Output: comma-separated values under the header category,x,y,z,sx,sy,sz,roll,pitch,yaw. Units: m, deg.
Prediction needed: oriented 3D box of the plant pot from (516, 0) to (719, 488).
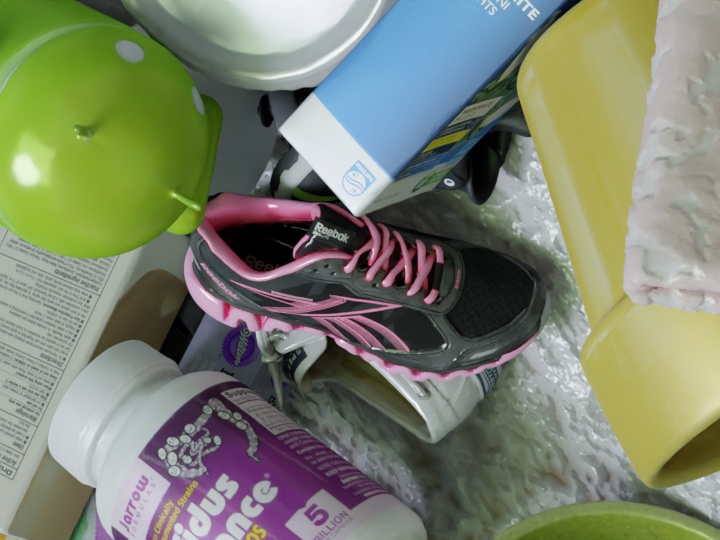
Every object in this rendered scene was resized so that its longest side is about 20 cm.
category,x,y,z,sx,sy,sz,roll,pitch,yaw
plant pot,0.166,-0.034,0.951,0.201,0.201,0.189,-46,67,46

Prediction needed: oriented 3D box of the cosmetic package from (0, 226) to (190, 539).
category,x,y,z,sx,sy,sz,roll,pitch,yaw
cosmetic package,-0.183,0.051,1.270,0.105,0.071,0.200,23,83,28

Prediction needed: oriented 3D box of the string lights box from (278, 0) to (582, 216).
category,x,y,z,sx,sy,sz,roll,pitch,yaw
string lights box,0.062,-0.118,0.998,0.059,0.103,0.200,48,114,8

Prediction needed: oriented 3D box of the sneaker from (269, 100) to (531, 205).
category,x,y,z,sx,sy,sz,roll,pitch,yaw
sneaker,0.029,-0.061,1.130,0.083,0.072,0.200,55,136,0

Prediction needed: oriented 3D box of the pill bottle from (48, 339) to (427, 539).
category,x,y,z,sx,sy,sz,roll,pitch,yaw
pill bottle,-0.071,0.125,1.181,0.200,0.112,0.112,34,132,23

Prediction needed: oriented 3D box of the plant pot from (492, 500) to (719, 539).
category,x,y,z,sx,sy,sz,roll,pitch,yaw
plant pot,0.129,0.257,1.161,0.200,0.200,0.184,35,144,21

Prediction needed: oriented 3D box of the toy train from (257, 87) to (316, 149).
category,x,y,z,sx,sy,sz,roll,pitch,yaw
toy train,-0.049,-0.162,1.159,0.034,0.046,0.200,-3,111,22

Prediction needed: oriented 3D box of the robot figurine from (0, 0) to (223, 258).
category,x,y,z,sx,sy,sz,roll,pitch,yaw
robot figurine,-0.150,-0.074,1.078,0.200,0.175,0.116,30,90,55

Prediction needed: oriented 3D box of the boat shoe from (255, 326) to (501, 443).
category,x,y,z,sx,sy,sz,roll,pitch,yaw
boat shoe,-0.027,0.038,1.216,0.202,0.086,0.075,31,155,20

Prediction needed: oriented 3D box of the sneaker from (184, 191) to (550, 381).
category,x,y,z,sx,sy,sz,roll,pitch,yaw
sneaker,0.000,0.000,1.136,0.200,0.079,0.095,9,156,8

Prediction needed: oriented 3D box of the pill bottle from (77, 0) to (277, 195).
category,x,y,z,sx,sy,sz,roll,pitch,yaw
pill bottle,-0.151,-0.105,1.233,0.200,0.114,0.114,26,129,28

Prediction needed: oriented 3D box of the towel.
category,x,y,z,sx,sy,sz,roll,pitch,yaw
towel,0.206,-0.061,0.845,0.191,0.200,0.032,8,145,8

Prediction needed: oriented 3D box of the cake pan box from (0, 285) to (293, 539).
category,x,y,z,sx,sy,sz,roll,pitch,yaw
cake pan box,-0.150,0.087,1.312,0.184,0.052,0.200,27,85,27

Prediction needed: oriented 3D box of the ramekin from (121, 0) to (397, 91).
category,x,y,z,sx,sy,sz,roll,pitch,yaw
ramekin,-0.040,-0.181,1.066,0.202,0.094,0.203,8,114,18
